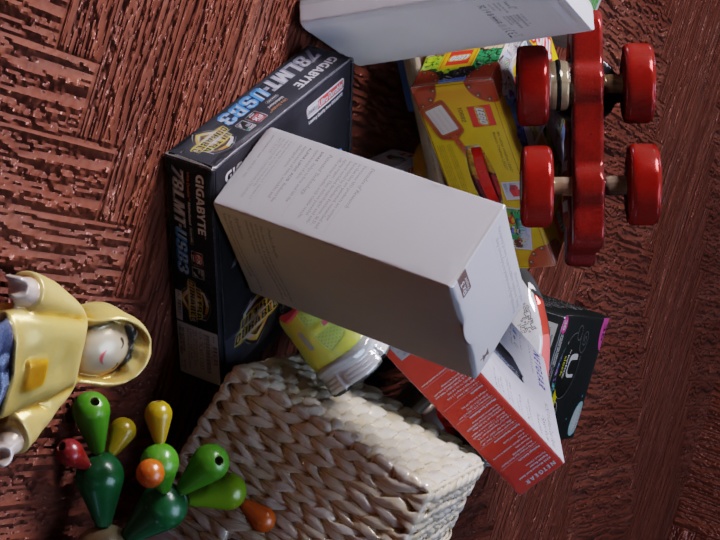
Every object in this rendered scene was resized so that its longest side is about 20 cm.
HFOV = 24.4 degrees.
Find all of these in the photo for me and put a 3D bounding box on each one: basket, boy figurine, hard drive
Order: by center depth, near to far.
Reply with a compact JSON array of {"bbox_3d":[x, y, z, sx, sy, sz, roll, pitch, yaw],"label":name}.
[{"bbox_3d":[-0.207,0.061,1.033,0.200,0.064,0.125,-8,111,-62],"label":"boy figurine"},{"bbox_3d":[-0.033,0.176,1.286,0.161,0.198,0.200,-62,164,10],"label":"basket"},{"bbox_3d":[0.069,-0.199,1.294,0.132,0.199,0.026,20,66,-67],"label":"hard drive"}]

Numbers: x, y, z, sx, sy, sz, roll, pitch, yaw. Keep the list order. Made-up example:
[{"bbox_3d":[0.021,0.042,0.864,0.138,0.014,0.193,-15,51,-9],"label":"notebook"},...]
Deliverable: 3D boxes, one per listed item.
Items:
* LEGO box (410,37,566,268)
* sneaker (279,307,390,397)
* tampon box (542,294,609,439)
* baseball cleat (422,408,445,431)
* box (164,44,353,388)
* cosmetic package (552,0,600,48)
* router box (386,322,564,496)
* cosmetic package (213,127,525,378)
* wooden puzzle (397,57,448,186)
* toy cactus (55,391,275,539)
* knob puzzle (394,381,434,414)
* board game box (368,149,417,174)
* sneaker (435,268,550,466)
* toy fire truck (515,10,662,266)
[{"bbox_3d":[0.128,-0.125,1.460,0.201,0.077,0.149,66,33,-35],"label":"LEGO box"},{"bbox_3d":[-0.011,0.006,1.305,0.078,0.090,0.200,-40,-163,29],"label":"sneaker"},{"bbox_3d":[0.178,0.102,1.851,0.200,0.126,0.151,5,103,-67],"label":"tampon box"},{"bbox_3d":[0.126,0.077,1.737,0.070,0.106,0.201,-24,129,-68],"label":"baseball cleat"},{"bbox_3d":[-0.073,-0.043,1.278,0.200,0.050,0.199,-45,147,-47],"label":"box"},{"bbox_3d":[0.173,-0.300,1.597,0.108,0.085,0.200,-67,158,-4],"label":"cosmetic package"},{"bbox_3d":[0.089,0.069,1.398,0.049,0.180,0.200,-39,-163,15],"label":"router box"},{"bbox_3d":[0.008,-0.014,1.167,0.081,0.199,0.113,-57,152,-26],"label":"cosmetic package"},{"bbox_3d":[0.084,-0.147,1.512,0.200,0.046,0.186,-43,125,-57],"label":"wooden puzzle"},{"bbox_3d":[-0.151,0.185,1.159,0.165,0.200,0.102,-39,-163,14],"label":"toy cactus"},{"bbox_3d":[0.063,0.125,1.613,0.220,0.030,0.220,-47,-178,2],"label":"knob puzzle"},{"bbox_3d":[0.000,0.000,1.490,0.126,0.034,0.201,-27,131,-60],"label":"board game box"},{"bbox_3d":[0.130,0.098,1.663,0.107,0.067,0.203,-5,92,-25],"label":"sneaker"},{"bbox_3d":[0.185,-0.108,1.394,0.168,0.112,0.201,65,24,-85],"label":"toy fire truck"}]
